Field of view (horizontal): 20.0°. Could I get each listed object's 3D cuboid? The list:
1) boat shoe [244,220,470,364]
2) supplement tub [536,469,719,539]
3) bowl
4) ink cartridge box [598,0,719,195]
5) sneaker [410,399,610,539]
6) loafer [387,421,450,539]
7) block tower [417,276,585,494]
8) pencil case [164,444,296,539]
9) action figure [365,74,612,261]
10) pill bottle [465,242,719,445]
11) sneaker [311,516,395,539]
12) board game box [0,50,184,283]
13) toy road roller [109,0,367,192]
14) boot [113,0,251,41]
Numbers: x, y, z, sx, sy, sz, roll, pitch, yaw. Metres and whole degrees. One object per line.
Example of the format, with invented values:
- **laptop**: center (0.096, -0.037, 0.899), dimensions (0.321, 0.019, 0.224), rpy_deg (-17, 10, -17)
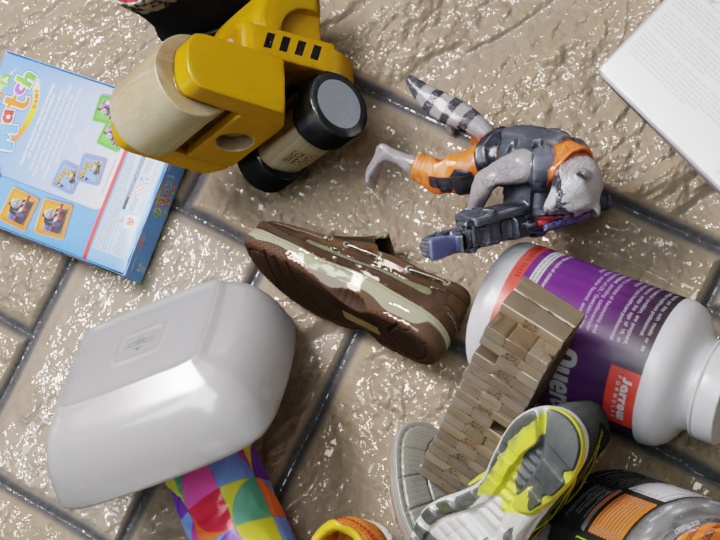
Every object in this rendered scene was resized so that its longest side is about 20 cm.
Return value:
- **boat shoe**: center (0.001, 0.004, 1.639), dimensions (0.201, 0.075, 0.075), rpy_deg (29, 65, 26)
- **supplement tub**: center (0.208, 0.211, 1.417), dimensions (0.121, 0.200, 0.124), rpy_deg (-1, 93, -16)
- **bowl**: center (-0.156, 0.085, 1.604), dimensions (0.198, 0.200, 0.075), rpy_deg (-20, 115, 16)
- **ink cartridge box**: center (0.309, -0.147, 1.560), dimensions (0.174, 0.044, 0.200), rpy_deg (-45, 66, 6)
- **sneaker**: center (0.114, 0.166, 1.462), dimensions (0.075, 0.084, 0.200), rpy_deg (53, 127, 17)
- **loafer**: center (0.061, 0.217, 1.560), dimensions (0.063, 0.071, 0.201), rpy_deg (-49, 56, 50)
- **block tower**: center (0.099, 0.096, 1.494), dimensions (0.058, 0.201, 0.054), rpy_deg (33, 47, 13)
- **pencil case**: center (-0.099, 0.210, 1.615), dimensions (0.088, 0.088, 0.201), rpy_deg (-29, 68, 13)
- **action figure**: center (0.095, -0.077, 1.546), dimensions (0.192, 0.199, 0.106), rpy_deg (17, 114, 36)
- **pill bottle**: center (0.185, 0.059, 1.521), dimensions (0.199, 0.112, 0.113), rpy_deg (20, 85, 25)
- **sneaker**: center (0.013, 0.282, 1.551), dimensions (0.073, 0.077, 0.201), rpy_deg (-39, 64, 26)
- **board game box**: center (-0.250, -0.092, 1.769), dimensions (0.199, 0.037, 0.153), rpy_deg (19, 85, 24)
- **toy road roller**: center (-0.098, -0.161, 1.644), dimensions (0.123, 0.199, 0.147), rpy_deg (-32, 55, 48)
- **boot**: center (-0.106, -0.262, 1.688), dimensions (0.203, 0.154, 0.074), rpy_deg (-42, 67, 8)
